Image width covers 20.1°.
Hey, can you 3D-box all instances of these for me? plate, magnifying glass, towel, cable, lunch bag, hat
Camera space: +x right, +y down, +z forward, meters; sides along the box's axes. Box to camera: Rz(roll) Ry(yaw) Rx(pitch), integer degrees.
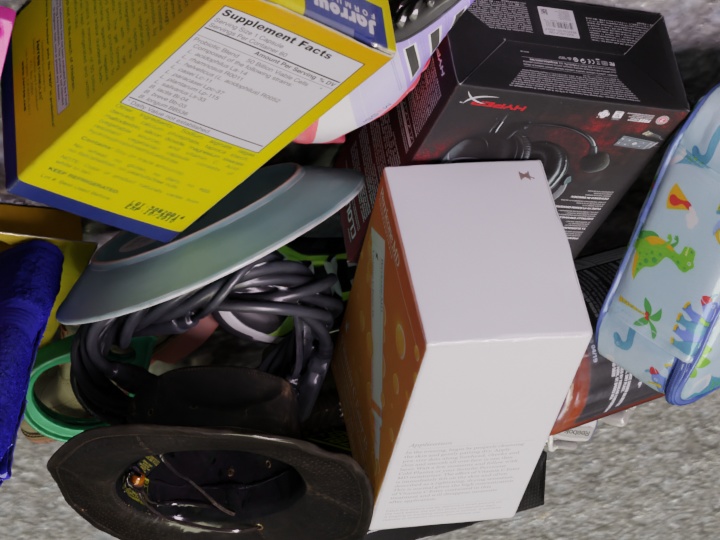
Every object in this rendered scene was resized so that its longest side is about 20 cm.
[{"bbox_3d":[-0.092,-0.024,1.191,0.199,0.200,0.026,-20,104,17],"label":"plate"},{"bbox_3d":[-0.148,0.046,1.296,0.079,0.022,0.200,29,124,-25],"label":"magnifying glass"},{"bbox_3d":[-0.243,0.070,1.150,0.147,0.200,0.050,-21,118,16],"label":"towel"},{"bbox_3d":[-0.094,0.043,1.245,0.162,0.051,0.200,4,149,-11],"label":"cable"},{"bbox_3d":[0.232,-0.027,1.224,0.160,0.082,0.201,-21,138,-51],"label":"lunch bag"},{"bbox_3d":[-0.084,0.105,1.226,0.199,0.081,0.201,6,149,4],"label":"hat"}]

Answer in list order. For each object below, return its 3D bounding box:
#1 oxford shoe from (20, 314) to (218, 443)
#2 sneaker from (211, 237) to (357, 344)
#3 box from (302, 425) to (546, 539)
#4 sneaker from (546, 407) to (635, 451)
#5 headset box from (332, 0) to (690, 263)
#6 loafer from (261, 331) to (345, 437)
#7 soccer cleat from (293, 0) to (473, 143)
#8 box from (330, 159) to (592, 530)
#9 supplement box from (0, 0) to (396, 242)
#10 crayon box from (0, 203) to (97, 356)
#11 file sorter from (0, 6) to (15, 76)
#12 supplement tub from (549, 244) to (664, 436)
[{"bbox_3d":[-0.176,0.045,1.355,0.074,0.071,0.200,33,123,-31],"label":"oxford shoe"},{"bbox_3d":[0.000,0.000,1.309,0.199,0.072,0.083,-3,160,-26],"label":"sneaker"},{"bbox_3d":[-0.006,0.137,1.400,0.192,0.048,0.199,-5,-168,-44],"label":"box"},{"bbox_3d":[0.116,0.085,1.393,0.199,0.087,0.075,-15,145,-41],"label":"sneaker"},{"bbox_3d":[0.080,-0.071,1.214,0.148,0.078,0.200,5,144,-22],"label":"headset box"},{"bbox_3d":[0.018,0.056,1.416,0.199,0.068,0.076,-12,144,-25],"label":"loafer"},{"bbox_3d":[0.015,-0.129,1.115,0.073,0.069,0.200,15,145,-36],"label":"soccer cleat"},{"bbox_3d":[0.053,0.047,1.189,0.097,0.125,0.200,-3,144,-14],"label":"box"},{"bbox_3d":[-0.090,-0.119,1.062,0.108,0.110,0.200,19,140,-37],"label":"supplement box"},{"bbox_3d":[-0.251,0.013,1.287,0.126,0.051,0.200,6,146,-23],"label":"crayon box"},{"bbox_3d":[-0.274,-0.038,1.055,0.138,0.126,0.201,14,126,-11],"label":"file sorter"},{"bbox_3d":[0.168,0.040,1.351,0.199,0.107,0.107,-13,157,-40],"label":"supplement tub"}]
